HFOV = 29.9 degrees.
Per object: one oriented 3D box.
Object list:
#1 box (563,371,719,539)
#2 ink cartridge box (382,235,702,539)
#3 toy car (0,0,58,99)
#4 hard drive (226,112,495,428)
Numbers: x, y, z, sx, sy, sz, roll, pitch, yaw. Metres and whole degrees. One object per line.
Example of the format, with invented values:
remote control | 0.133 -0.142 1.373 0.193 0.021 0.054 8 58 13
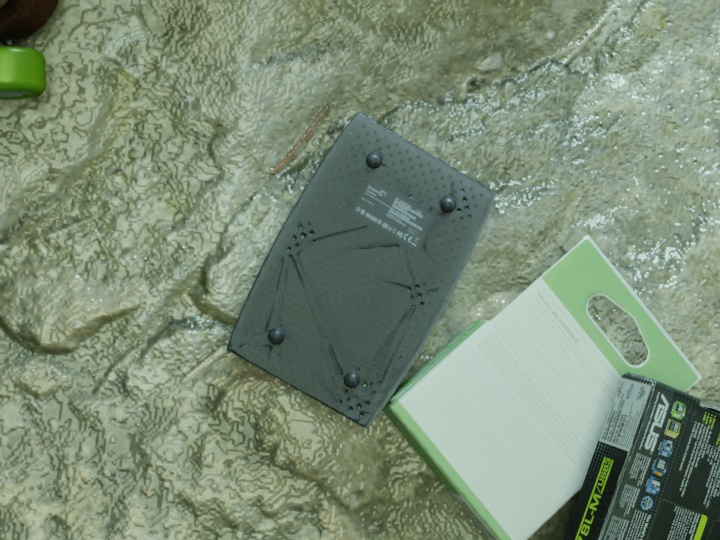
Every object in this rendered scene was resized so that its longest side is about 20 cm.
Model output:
box | 0.246 0.200 1.004 0.192 0.047 0.201 21 86 -27
ink cartridge box | 0.136 0.092 1.020 0.200 0.048 0.146 -40 94 -10
toy car | -0.287 -0.210 0.900 0.156 0.200 0.166 -2 89 -7
hard drive | 0.000 0.000 1.008 0.134 0.042 0.201 29 85 -5
